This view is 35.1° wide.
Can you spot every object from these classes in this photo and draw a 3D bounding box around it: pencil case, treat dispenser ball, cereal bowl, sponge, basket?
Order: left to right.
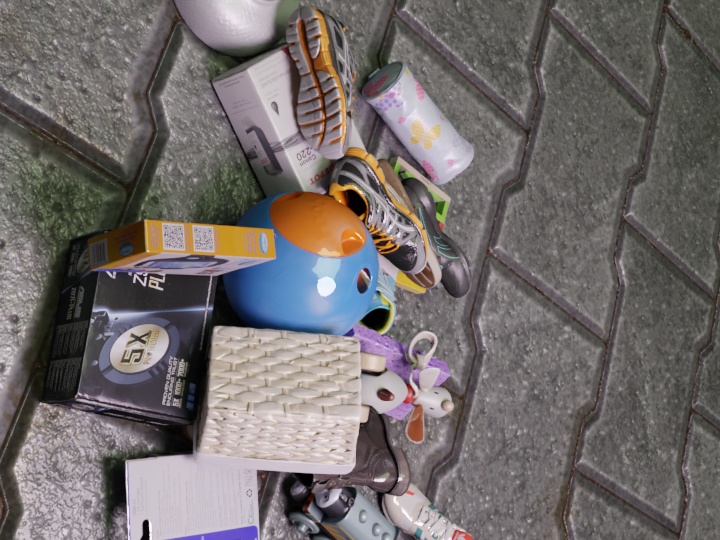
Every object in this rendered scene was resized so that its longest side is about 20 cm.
[{"bbox_3d":[-0.155,-0.393,1.527,0.200,0.083,0.201,7,79,-42],"label":"cereal bowl"},{"bbox_3d":[-0.098,0.155,1.373,0.199,0.124,0.136,4,52,-8],"label":"basket"},{"bbox_3d":[-0.077,-0.001,1.460,0.200,0.200,0.202,8,78,-43],"label":"treat dispenser ball"},{"bbox_3d":[0.023,0.143,1.600,0.200,0.112,0.030,27,31,-38],"label":"sponge"},{"bbox_3d":[0.089,-0.224,1.733,0.200,0.083,0.091,47,14,-29],"label":"pencil case"}]

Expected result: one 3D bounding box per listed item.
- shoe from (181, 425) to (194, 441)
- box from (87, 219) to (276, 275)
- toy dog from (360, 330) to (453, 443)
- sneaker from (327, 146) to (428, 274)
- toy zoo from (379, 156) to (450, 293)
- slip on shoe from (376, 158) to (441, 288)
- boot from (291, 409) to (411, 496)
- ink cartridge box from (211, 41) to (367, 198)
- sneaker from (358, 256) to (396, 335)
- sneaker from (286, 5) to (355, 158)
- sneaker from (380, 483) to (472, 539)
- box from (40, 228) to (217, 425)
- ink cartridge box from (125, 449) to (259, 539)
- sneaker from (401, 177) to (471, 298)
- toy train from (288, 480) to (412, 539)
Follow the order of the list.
[{"bbox_3d":[-0.141,0.182,1.472,0.199,0.053,0.070,-7,88,-44],"label":"shoe"},{"bbox_3d":[-0.192,-0.023,1.291,0.199,0.119,0.042,5,77,-43],"label":"box"},{"bbox_3d":[0.059,0.164,1.513,0.199,0.096,0.133,-11,106,-37],"label":"toy dog"},{"bbox_3d":[0.019,-0.068,1.543,0.200,0.078,0.077,52,42,-20],"label":"sneaker"},{"bbox_3d":[0.067,-0.055,1.732,0.131,0.020,0.201,34,62,-36],"label":"toy zoo"},{"bbox_3d":[0.061,-0.068,1.625,0.061,0.076,0.200,-41,98,-34],"label":"slip on shoe"},{"bbox_3d":[-0.037,0.224,1.495,0.174,0.200,0.069,13,111,-34],"label":"boot"},{"bbox_3d":[-0.092,-0.202,1.558,0.146,0.085,0.201,-38,112,-40],"label":"ink cartridge box"},{"bbox_3d":[0.000,0.000,1.577,0.079,0.131,0.201,-23,103,1],"label":"sneaker"},{"bbox_3d":[-0.038,-0.247,1.498,0.077,0.078,0.201,-6,88,-51],"label":"sneaker"},{"bbox_3d":[0.114,0.375,1.660,0.200,0.093,0.070,54,52,-24],"label":"sneaker"},{"bbox_3d":[-0.269,0.072,1.344,0.163,0.086,0.201,20,70,-39],"label":"box"},{"bbox_3d":[-0.210,0.320,1.391,0.199,0.043,0.199,3,81,-46],"label":"ink cartridge box"},{"bbox_3d":[0.094,-0.037,1.702,0.079,0.075,0.200,-37,103,-26],"label":"sneaker"},{"bbox_3d":[-0.009,0.348,1.532,0.200,0.114,0.085,50,53,-26],"label":"toy train"}]
